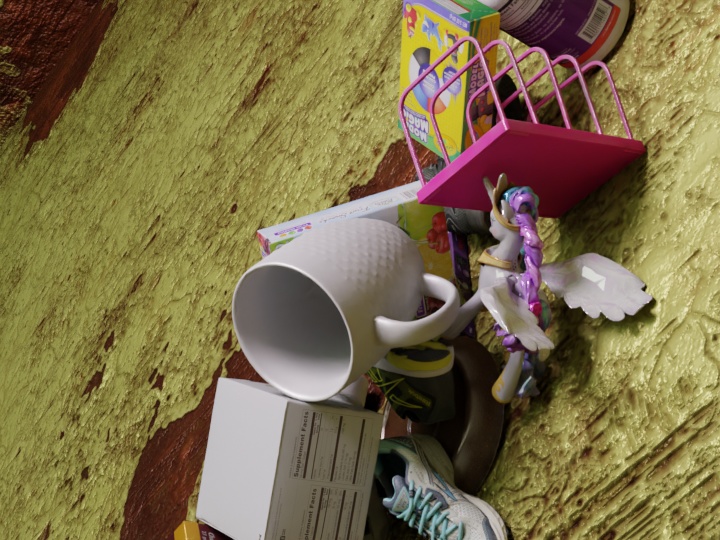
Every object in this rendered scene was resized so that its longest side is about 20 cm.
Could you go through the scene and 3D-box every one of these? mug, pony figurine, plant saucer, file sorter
[{"bbox_3d":[0.003,0.030,1.522,0.199,0.175,0.149,11,119,33],"label":"mug"},{"bbox_3d":[0.159,0.029,1.500,0.193,0.166,0.201,49,142,34],"label":"pony figurine"},{"bbox_3d":[0.077,0.164,1.644,0.200,0.032,0.202,-33,47,44],"label":"plant saucer"},{"bbox_3d":[0.157,-0.147,1.563,0.139,0.199,0.126,-38,59,42],"label":"file sorter"}]

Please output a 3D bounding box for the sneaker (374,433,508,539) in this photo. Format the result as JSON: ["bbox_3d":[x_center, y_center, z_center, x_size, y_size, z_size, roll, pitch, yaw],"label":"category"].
[{"bbox_3d":[0.067,0.239,1.527,0.200,0.086,0.078,47,117,43],"label":"sneaker"}]

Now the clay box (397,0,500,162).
[{"bbox_3d":[0.092,-0.201,1.671,0.115,0.047,0.201,38,136,42],"label":"clay box"}]

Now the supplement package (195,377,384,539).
[{"bbox_3d":[-0.078,0.204,1.599,0.200,0.110,0.157,7,87,64],"label":"supplement package"}]

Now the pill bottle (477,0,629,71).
[{"bbox_3d":[0.188,-0.306,1.679,0.112,0.199,0.113,-43,33,37],"label":"pill bottle"}]

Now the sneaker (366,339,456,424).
[{"bbox_3d":[0.041,0.116,1.624,0.200,0.074,0.085,-174,74,-71],"label":"sneaker"}]

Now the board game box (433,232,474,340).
[{"bbox_3d":[0.081,0.030,1.787,0.120,0.032,0.201,-40,34,34],"label":"board game box"}]

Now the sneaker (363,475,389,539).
[{"bbox_3d":[-0.009,0.253,1.686,0.074,0.089,0.201,-16,51,17],"label":"sneaker"}]

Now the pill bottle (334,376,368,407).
[{"bbox_3d":[-0.056,0.213,1.791,0.109,0.109,0.201,-18,52,56],"label":"pill bottle"}]

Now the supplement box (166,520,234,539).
[{"bbox_3d":[-0.153,0.398,1.692,0.200,0.196,0.133,-47,41,32],"label":"supplement box"}]

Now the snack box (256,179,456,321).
[{"bbox_3d":[0.000,0.000,1.662,0.053,0.199,0.143,-139,35,-63],"label":"snack box"}]

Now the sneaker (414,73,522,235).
[{"bbox_3d":[0.121,-0.134,1.774,0.114,0.076,0.201,-2,68,36],"label":"sneaker"}]
